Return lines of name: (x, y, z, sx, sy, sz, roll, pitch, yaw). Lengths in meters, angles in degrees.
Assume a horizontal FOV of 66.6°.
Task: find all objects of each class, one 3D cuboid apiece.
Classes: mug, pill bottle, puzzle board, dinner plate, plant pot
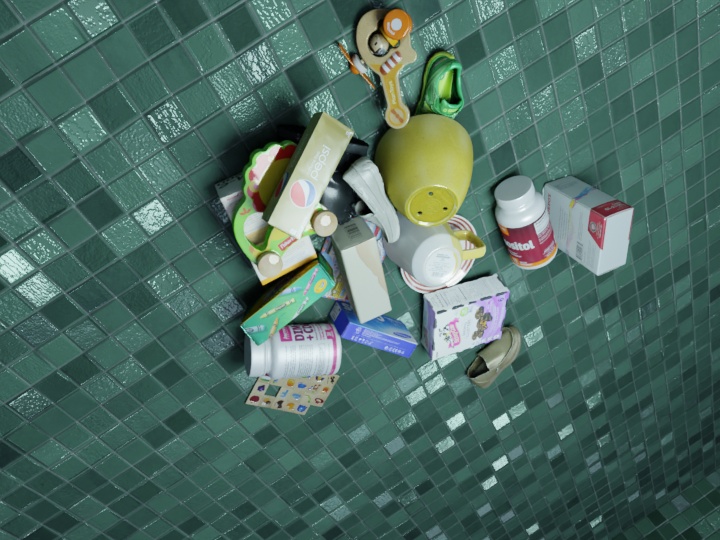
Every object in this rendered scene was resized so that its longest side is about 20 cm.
mug: (0.153, -0.055, 1.133, 0.185, 0.154, 0.150, -34, 122, 1)
pill bottle: (-0.149, 0.176, 1.196, 0.196, 0.114, 0.115, -1, 120, -22)
puzzle board: (-0.020, -0.021, 1.193, 0.148, 0.017, 0.203, 12, 113, -28)
pill bottle: (0.372, -0.109, 1.245, 0.112, 0.113, 0.201, -33, 125, -1)
dinner plate: (0.179, -0.039, 1.261, 0.196, 0.024, 0.204, -11, 123, -17)
plant pot: (0.128, -0.170, 1.045, 0.195, 0.144, 0.202, -1, 138, -1)

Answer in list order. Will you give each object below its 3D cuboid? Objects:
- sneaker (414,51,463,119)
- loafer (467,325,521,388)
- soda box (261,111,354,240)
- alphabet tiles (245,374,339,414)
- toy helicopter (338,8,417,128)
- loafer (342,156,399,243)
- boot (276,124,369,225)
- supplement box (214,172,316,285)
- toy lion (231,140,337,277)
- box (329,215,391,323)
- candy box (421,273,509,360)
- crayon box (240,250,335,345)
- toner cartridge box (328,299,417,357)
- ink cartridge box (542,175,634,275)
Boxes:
sneaker: (0.150, -0.308, 1.051, 0.073, 0.084, 0.204, -7, 122, -18)
loafer: (0.356, 0.233, 1.465, 0.066, 0.076, 0.202, 14, 113, -35)
soda box: (-0.089, -0.158, 0.912, 0.063, 0.068, 0.203, 26, 92, -23)
alphabet tiles: (-0.154, 0.272, 1.318, 0.197, 0.008, 0.169, 20, 110, -31)
toy helicopter: (0.040, -0.354, 0.976, 0.129, 0.079, 0.204, -10, 110, 12)
loafer: (0.021, -0.125, 1.058, 0.069, 0.070, 0.202, -33, 130, -6)
boot: (-0.080, -0.178, 1.041, 0.195, 0.073, 0.165, 5, 116, -30)
supplement box: (-0.178, -0.092, 1.047, 0.124, 0.074, 0.203, -26, 125, -10)
toy lion: (-0.146, -0.118, 0.969, 0.199, 0.069, 0.193, -37, 120, -5)
box: (0.000, 0.000, 1.138, 0.076, 0.095, 0.202, -21, 131, -8)
candy box: (0.252, 0.115, 1.340, 0.196, 0.072, 0.170, -15, 133, -13)
crayon box: (-0.145, 0.053, 1.111, 0.199, 0.119, 0.059, -38, 104, 4)
toner cartridge box: (0.030, 0.134, 1.258, 0.197, 0.095, 0.044, 21, 110, -32)
ink cartridge box: (0.509, -0.109, 1.249, 0.081, 0.200, 0.148, -19, 125, -13)
